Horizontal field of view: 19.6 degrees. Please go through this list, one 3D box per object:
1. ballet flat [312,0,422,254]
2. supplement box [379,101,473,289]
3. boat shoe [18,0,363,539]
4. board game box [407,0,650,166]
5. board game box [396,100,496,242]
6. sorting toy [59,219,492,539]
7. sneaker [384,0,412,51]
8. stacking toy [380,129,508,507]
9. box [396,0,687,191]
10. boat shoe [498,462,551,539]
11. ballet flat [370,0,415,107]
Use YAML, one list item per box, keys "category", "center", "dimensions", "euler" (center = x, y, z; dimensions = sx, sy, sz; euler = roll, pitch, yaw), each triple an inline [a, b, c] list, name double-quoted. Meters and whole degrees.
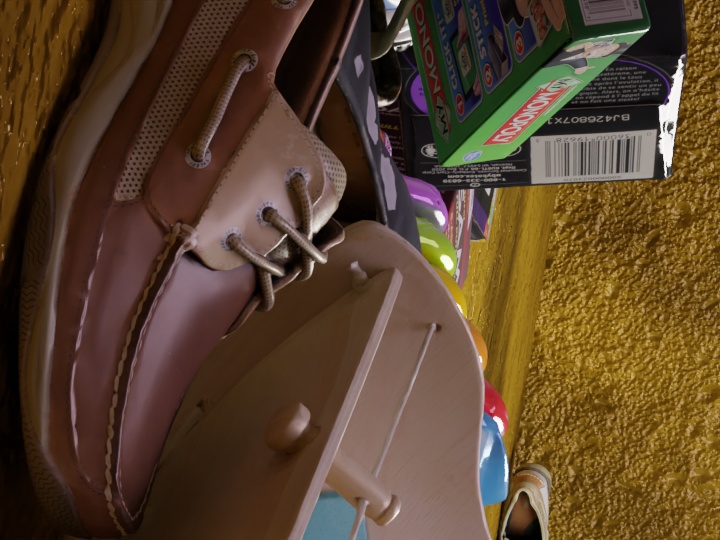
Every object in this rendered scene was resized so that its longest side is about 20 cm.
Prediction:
- category: "ballet flat"
  center: [-0.021, -0.030, 0.698]
  dimensions: [0.200, 0.073, 0.073]
  euler: [80, 19, -44]
- category: "supplement box"
  center: [0.010, 0.016, 0.998]
  dimensions: [0.200, 0.061, 0.109]
  euler: [-72, 167, -52]
- category: "boat shoe"
  center: [-0.040, -0.024, 0.560]
  dimensions: [0.076, 0.072, 0.200]
  euler: [78, 22, -68]
- category: "board game box"
  center: [0.037, -0.150, 0.703]
  dimensions: [0.135, 0.029, 0.200]
  euler: [137, -57, -70]
- category: "board game box"
  center: [0.056, -0.126, 1.173]
  dimensions: [0.165, 0.057, 0.200]
  euler: [39, 61, -78]
- category: "sorting toy"
  center: [0.003, 0.118, 0.594]
  dimensions: [0.180, 0.107, 0.200]
  euler: [48, 29, -15]
- category: "sneaker"
  center: [0.028, -0.185, 0.832]
  dimensions: [0.077, 0.076, 0.200]
  euler: [93, 8, -64]
- category: "stacking toy"
  center: [0.000, 0.000, 0.850]
  dimensions: [0.116, 0.110, 0.200]
  euler: [83, 3, -66]
- category: "box"
  center: [0.074, -0.147, 0.917]
  dimensions: [0.106, 0.122, 0.200]
  euler: [81, 8, -64]
- category: "boat shoe"
  center: [0.212, 0.357, 2.752]
  dimensions: [0.068, 0.075, 0.200]
  euler: [-48, 140, -64]
- category: "ballet flat"
  center: [-0.005, -0.132, 0.686]
  dimensions: [0.200, 0.071, 0.069]
  euler: [90, 13, -46]
